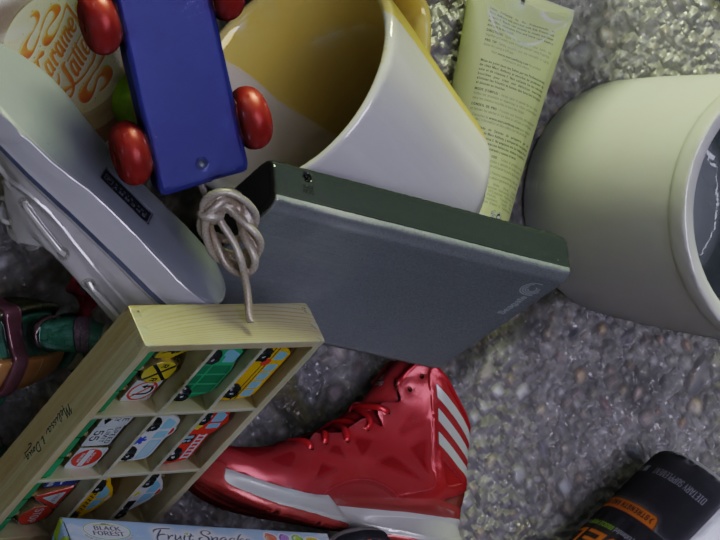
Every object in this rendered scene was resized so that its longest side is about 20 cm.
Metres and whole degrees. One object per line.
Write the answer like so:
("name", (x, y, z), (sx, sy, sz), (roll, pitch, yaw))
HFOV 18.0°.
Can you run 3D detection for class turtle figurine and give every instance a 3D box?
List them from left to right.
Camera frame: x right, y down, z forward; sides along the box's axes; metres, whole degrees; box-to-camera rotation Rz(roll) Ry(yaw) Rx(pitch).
("turtle figurine", (-0.200, 0.062, 1.278), (0.200, 0.150, 0.101), (-11, 57, -43))

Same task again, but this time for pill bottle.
("pill bottle", (0.164, 0.219, 1.463), (0.200, 0.106, 0.106), (-43, 111, -16))

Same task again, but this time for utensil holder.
("utensil holder", (0.217, -0.040, 1.410), (0.169, 0.200, 0.171), (-2, 94, -24))

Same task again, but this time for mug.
("mug", (0.009, -0.090, 1.336), (0.153, 0.149, 0.187), (39, 82, -42))

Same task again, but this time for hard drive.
("hard drive", (0.000, 0.000, 1.300), (0.199, 0.140, 0.033), (13, 58, -31))

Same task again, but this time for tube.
("tube", (0.080, -0.081, 1.429), (0.058, 0.052, 0.201), (27, 76, -64))

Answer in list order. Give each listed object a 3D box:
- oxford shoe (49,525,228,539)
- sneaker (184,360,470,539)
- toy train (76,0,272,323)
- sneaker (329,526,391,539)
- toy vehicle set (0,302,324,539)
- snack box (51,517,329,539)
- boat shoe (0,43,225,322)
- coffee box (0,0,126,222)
("oxford shoe", (-0.151, 0.194, 1.330), (0.199, 0.071, 0.073), (1, 100, -26))
("sneaker", (-0.016, 0.101, 1.393), (0.200, 0.078, 0.116), (18, 79, -38))
("toy train", (-0.102, -0.077, 1.219), (0.084, 0.116, 0.201), (-17, 109, -17))
("sneaker", (0.004, 0.259, 1.358), (0.077, 0.112, 0.201), (-3, 116, -23))
("toy vehicle set", (-0.122, 0.086, 1.258), (0.124, 0.200, 0.027), (-1, 55, -42))
("snack box", (-0.116, 0.239, 1.304), (0.168, 0.068, 0.200), (8, 124, -27))
("boat shoe", (-0.161, -0.037, 1.212), (0.065, 0.074, 0.200), (-39, 96, 23))
("coffee box", (-0.210, -0.097, 1.265), (0.200, 0.080, 0.115), (-38, 110, -18))
